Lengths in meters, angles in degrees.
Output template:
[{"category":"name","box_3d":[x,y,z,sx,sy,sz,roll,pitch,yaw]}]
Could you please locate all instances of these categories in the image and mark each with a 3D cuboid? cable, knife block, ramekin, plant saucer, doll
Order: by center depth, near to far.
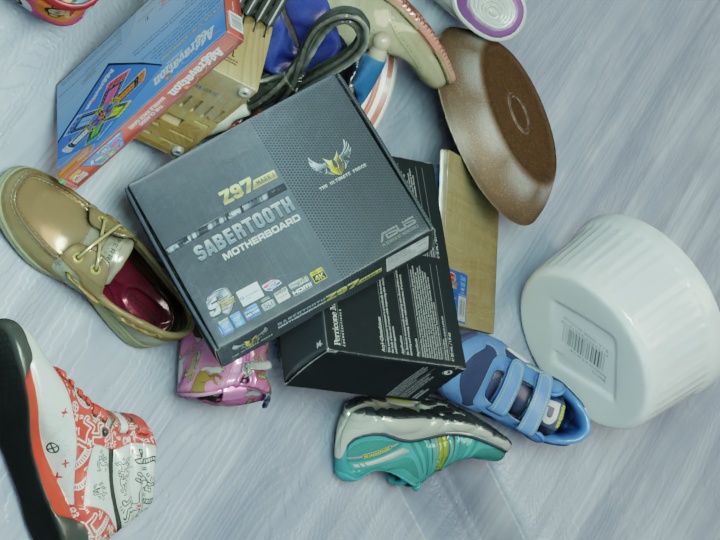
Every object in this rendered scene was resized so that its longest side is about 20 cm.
[{"category":"knife block","box_3d":[-0.113,-0.205,1.444,0.064,0.200,0.177,25,58,-23]},{"category":"cable","box_3d":[-0.070,-0.141,1.500,0.097,0.199,0.050,56,28,-25]},{"category":"doll","box_3d":[-0.038,-0.174,1.547,0.136,0.049,0.201,-24,126,0]},{"category":"plant saucer","box_3d":[0.136,-0.142,1.720,0.200,0.036,0.202,45,34,-41]},{"category":"ramekin","box_3d":[0.247,0.055,1.772,0.097,0.200,0.202,-32,110,-29]}]

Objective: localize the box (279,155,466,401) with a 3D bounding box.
[{"category":"box","box_3d":[0.000,0.000,1.560,0.140,0.079,0.202,11,58,-33]}]

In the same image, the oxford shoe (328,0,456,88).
[{"category":"oxford shoe","box_3d":[0.007,-0.218,1.593,0.074,0.071,0.200,-44,121,4]}]

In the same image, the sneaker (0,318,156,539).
[{"category":"sneaker","box_3d":[-0.224,0.116,1.421,0.108,0.067,0.203,-28,111,-41]}]

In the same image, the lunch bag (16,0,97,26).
[{"category":"lunch bag","box_3d":[-0.230,-0.308,1.387,0.176,0.082,0.201,37,75,-10]}]

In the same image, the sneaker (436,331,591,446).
[{"category":"sneaker","box_3d":[0.148,0.115,1.732,0.199,0.082,0.074,25,92,-45]}]

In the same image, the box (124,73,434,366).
[{"category":"box","box_3d":[-0.064,-0.042,1.445,0.199,0.051,0.158,-28,71,-8]}]

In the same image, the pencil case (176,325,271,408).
[{"category":"pencil case","box_3d":[-0.105,0.011,1.513,0.083,0.086,0.202,28,64,-68]}]

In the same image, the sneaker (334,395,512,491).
[{"category":"sneaker","box_3d":[0.053,0.161,1.684,0.199,0.077,0.080,7,104,-38]}]

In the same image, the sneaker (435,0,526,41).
[{"category":"sneaker","box_3d":[0.067,-0.289,1.704,0.075,0.100,0.200,-44,101,3]}]

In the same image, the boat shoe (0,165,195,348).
[{"category":"boat shoe","box_3d":[-0.203,-0.012,1.440,0.200,0.066,0.074,43,62,-33]}]

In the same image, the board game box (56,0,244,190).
[{"category":"board game box","box_3d":[-0.162,-0.155,1.376,0.019,0.200,0.104,28,40,-36]}]

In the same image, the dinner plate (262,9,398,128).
[{"category":"dinner plate","box_3d":[-0.046,-0.186,1.604,0.199,0.024,0.202,-10,106,-39]}]

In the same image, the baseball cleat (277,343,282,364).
[{"category":"baseball cleat","box_3d":[-0.005,0.033,1.635,0.199,0.069,0.107,-8,80,-46]}]

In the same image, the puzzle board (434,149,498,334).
[{"category":"puzzle board","box_3d":[0.097,-0.023,1.694,0.200,0.017,0.152,16,76,-71]}]
